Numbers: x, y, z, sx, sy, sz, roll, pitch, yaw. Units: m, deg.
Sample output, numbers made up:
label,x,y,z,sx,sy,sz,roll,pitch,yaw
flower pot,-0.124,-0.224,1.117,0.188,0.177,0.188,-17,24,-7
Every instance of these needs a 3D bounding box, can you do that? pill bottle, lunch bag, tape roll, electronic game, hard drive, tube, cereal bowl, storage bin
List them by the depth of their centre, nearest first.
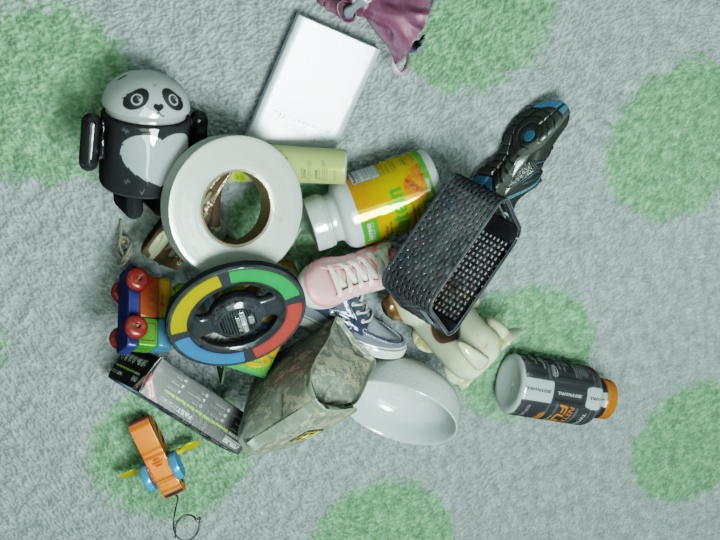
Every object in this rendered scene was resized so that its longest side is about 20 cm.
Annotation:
label,x,y,z,sx,sy,sz,roll,pitch,yaw
tape roll,-0.175,-0.087,1.430,0.202,0.037,0.203,-6,102,-30
electronic game,-0.173,0.063,1.448,0.200,0.042,0.200,-12,136,-12
tube,-0.119,-0.153,1.498,0.199,0.052,0.058,4,89,2
hard drive,-0.072,-0.254,1.502,0.132,0.025,0.200,19,109,-22
storage bin,0.135,-0.023,1.510,0.200,0.094,0.135,-56,152,-8
pill bottle,0.018,-0.099,1.551,0.200,0.111,0.111,-19,118,-5
lunch bag,-0.085,0.187,1.551,0.164,0.200,0.118,-32,105,29
cereal bowl,0.072,0.201,1.692,0.200,0.083,0.200,15,146,11
pill bottle,0.342,0.208,1.786,0.200,0.106,0.106,11,111,-19

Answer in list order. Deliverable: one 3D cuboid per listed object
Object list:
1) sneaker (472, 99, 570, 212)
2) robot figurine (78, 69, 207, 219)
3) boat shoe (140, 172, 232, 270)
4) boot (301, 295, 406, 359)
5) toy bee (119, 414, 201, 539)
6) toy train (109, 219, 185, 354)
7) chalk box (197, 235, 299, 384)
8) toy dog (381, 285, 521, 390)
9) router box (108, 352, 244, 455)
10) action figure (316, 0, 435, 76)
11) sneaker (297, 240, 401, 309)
label,x,y,z,sx,sy,sz,roll,pitch,yaw
sneaker,0.257,-0.177,1.612,0.082,0.073,0.200,26,112,-41
robot figurine,-0.296,-0.173,1.423,0.125,0.150,0.200,15,114,15
boat shoe,-0.228,-0.086,1.488,0.075,0.075,0.202,36,107,-18
boot,-0.010,0.065,1.619,0.200,0.073,0.090,21,116,-6
toy bee,-0.323,0.328,1.680,0.131,0.109,0.201,-2,91,-5
toy train,-0.298,0.025,1.515,0.116,0.085,0.200,9,68,-30
chalk box,-0.185,0.073,1.571,0.124,0.125,0.200,22,106,-23
toy dog,0.125,0.084,1.632,0.200,0.194,0.140,45,109,7
router box,-0.272,0.197,1.587,0.200,0.150,0.062,39,75,-26
action figure,0.003,-0.382,1.442,0.200,0.134,0.149,15,152,-9
sneaker,0.000,0.000,1.542,0.200,0.105,0.076,-12,80,-49
